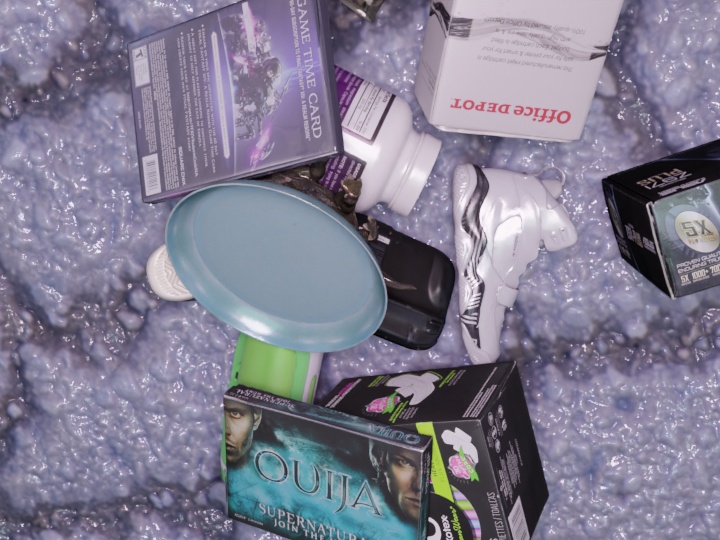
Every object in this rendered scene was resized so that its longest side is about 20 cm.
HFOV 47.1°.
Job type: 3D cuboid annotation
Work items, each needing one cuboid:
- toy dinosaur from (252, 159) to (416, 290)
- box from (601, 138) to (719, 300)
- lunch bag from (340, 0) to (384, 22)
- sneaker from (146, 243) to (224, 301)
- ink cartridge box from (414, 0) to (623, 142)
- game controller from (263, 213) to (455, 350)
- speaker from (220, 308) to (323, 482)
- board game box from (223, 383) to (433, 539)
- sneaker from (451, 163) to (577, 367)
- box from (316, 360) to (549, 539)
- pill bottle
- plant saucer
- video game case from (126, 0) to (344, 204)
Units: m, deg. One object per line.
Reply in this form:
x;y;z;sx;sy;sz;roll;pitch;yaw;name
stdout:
-0.035;-0.047;0.720;0.198;0.102;0.078;26;67;-11;toy dinosaur
0.333;-0.062;0.725;0.197;0.164;0.087;-18;102;8;box
-0.029;-0.345;0.706;0.199;0.118;0.165;34;97;-1;lunch bag
-0.114;-0.018;0.814;0.197;0.084;0.076;-11;90;-19;sneaker
0.136;-0.222;0.699;0.142;0.085;0.203;4;121;-12;ink cartridge box
0.000;0.000;0.792;0.198;0.042;0.106;23;65;-16;game controller
-0.087;0.121;0.831;0.087;0.089;0.203;13;103;0;speaker
-0.033;0.188;0.743;0.197;0.028;0.138;10;113;23;board game box
0.148;-0.004;0.793;0.113;0.075;0.204;-4;100;7;sneaker
0.057;0.186;0.785;0.197;0.124;0.151;-9;103;30;box
-0.030;-0.128;0.757;0.198;0.113;0.114;26;103;-3;pill bottle
-0.069;-0.004;0.701;0.197;0.028;0.202;12;139;10;plant saucer
-0.110;-0.145;0.687;0.197;0.019;0.146;-10;84;26;video game case
